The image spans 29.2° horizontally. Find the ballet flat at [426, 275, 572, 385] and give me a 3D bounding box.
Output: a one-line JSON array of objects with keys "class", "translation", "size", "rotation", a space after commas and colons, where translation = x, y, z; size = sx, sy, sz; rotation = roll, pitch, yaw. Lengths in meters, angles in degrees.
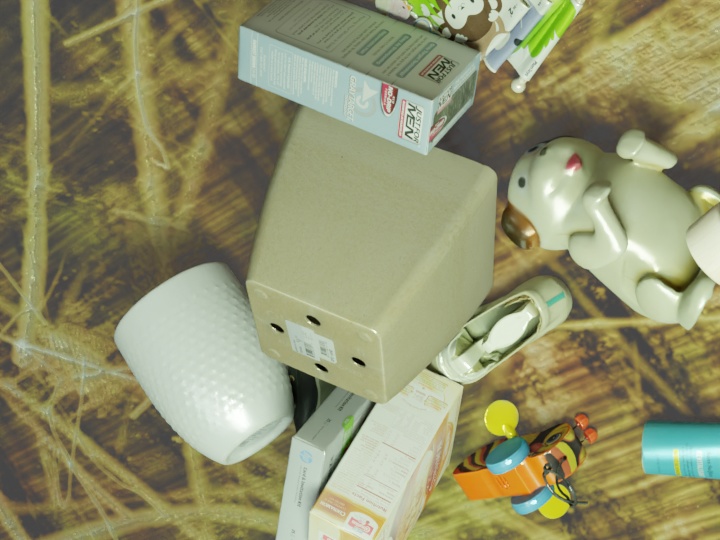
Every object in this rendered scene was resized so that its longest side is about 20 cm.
[{"class": "ballet flat", "translation": [0.122, 0.068, 1.359], "size": [0.070, 0.070, 0.200], "rotation": [48, 129, -4]}]

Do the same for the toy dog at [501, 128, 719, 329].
[{"class": "toy dog", "translation": [0.225, -0.048, 1.209], "size": [0.198, 0.141, 0.194], "rotation": [29, 169, 10]}]

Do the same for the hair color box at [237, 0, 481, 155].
[{"class": "hair color box", "translation": [-0.002, -0.185, 1.250], "size": [0.198, 0.099, 0.061], "rotation": [24, 134, 19]}]

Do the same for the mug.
[{"class": "mug", "translation": [-0.149, 0.112, 1.473], "size": [0.147, 0.200, 0.176], "rotation": [-35, 74, -3]}]

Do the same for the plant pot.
[{"class": "plant pot", "translation": [0.000, 0.000, 1.273], "size": [0.198, 0.178, 0.201], "rotation": [21, 151, 16]}]

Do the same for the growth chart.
[{"class": "growth chart", "translation": [0.094, -0.247, 1.225], "size": [0.199, 0.018, 0.145], "rotation": [35, 129, 8]}]

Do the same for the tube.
[{"class": "tube", "translation": [0.367, 0.171, 1.301], "size": [0.198, 0.051, 0.078], "rotation": [0, 130, 23]}]

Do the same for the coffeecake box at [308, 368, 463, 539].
[{"class": "coffeecake box", "translation": [0.024, 0.217, 1.389], "size": [0.072, 0.201, 0.154], "rotation": [24, 144, 15]}]

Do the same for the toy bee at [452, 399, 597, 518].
[{"class": "toy bee", "translation": [0.186, 0.194, 1.388], "size": [0.199, 0.108, 0.132], "rotation": [18, 137, 49]}]

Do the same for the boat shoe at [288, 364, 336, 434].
[{"class": "boat shoe", "translation": [-0.042, 0.129, 1.488], "size": [0.063, 0.073, 0.203], "rotation": [41, 142, 38]}]

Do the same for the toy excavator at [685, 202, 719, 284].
[{"class": "toy excavator", "translation": [0.343, -0.021, 1.092], "size": [0.199, 0.195, 0.100], "rotation": [34, 131, -12]}]

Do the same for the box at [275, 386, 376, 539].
[{"class": "box", "translation": [-0.018, 0.181, 1.414], "size": [0.041, 0.200, 0.157], "rotation": [22, 125, 17]}]
